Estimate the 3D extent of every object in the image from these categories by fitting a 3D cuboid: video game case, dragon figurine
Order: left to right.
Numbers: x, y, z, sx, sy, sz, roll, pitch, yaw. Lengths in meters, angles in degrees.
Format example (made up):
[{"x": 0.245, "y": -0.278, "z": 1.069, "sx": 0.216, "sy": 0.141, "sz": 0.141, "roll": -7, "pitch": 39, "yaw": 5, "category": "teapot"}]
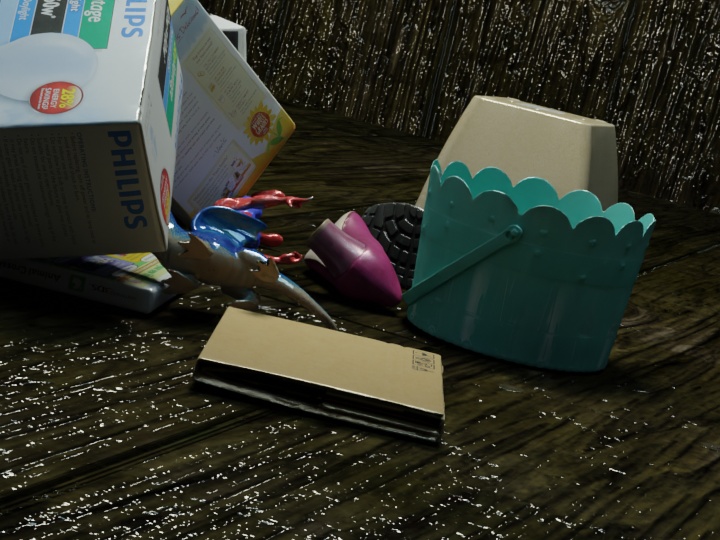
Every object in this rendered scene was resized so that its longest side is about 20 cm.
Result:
[{"x": -0.228, "y": -0.010, "z": 1.497, "sx": 0.182, "sy": 0.022, "sz": 0.200, "roll": 14, "pitch": 8, "yaw": 4, "category": "video game case"}, {"x": -0.103, "y": -0.011, "z": 1.445, "sx": 0.200, "sy": 0.059, "sz": 0.099, "roll": 17, "pitch": 21, "yaw": -18, "category": "dragon figurine"}]

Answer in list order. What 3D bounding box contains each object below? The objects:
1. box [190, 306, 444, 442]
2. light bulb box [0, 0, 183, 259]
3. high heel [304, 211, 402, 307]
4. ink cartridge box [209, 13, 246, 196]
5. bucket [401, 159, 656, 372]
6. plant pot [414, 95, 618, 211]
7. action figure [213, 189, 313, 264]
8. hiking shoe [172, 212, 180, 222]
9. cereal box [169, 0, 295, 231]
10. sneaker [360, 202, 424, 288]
[{"x": -0.024, "y": 0.067, "z": 1.310, "sx": 0.163, "sy": 0.021, "sz": 0.200, "roll": 13, "pitch": 9, "yaw": 0, "category": "box"}, {"x": -0.239, "y": -0.116, "z": 1.397, "sx": 0.200, "sy": 0.125, "sz": 0.198, "roll": -3, "pitch": 43, "yaw": 2, "category": "light bulb box"}, {"x": 0.000, "y": 0.000, "z": 1.736, "sx": 0.096, "sy": 0.067, "sz": 0.200, "roll": 43, "pitch": 7, "yaw": 3, "category": "high heel"}, {"x": -0.151, "y": -0.154, "z": 1.946, "sx": 0.047, "sy": 0.198, "sz": 0.200, "roll": -4, "pitch": 12, "yaw": -15, "category": "ink cartridge box"}, {"x": 0.137, "y": -0.004, "z": 1.623, "sx": 0.207, "sy": 0.135, "sz": 0.207, "roll": 14, "pitch": 9, "yaw": -2, "category": "bucket"}, {"x": 0.185, "y": -0.093, "z": 2.129, "sx": 0.200, "sy": 0.177, "sz": 0.200, "roll": 17, "pitch": 9, "yaw": 18, "category": "plant pot"}, {"x": -0.079, "y": -0.040, "z": 1.750, "sx": 0.099, "sy": 0.065, "sz": 0.200, "roll": 3, "pitch": 7, "yaw": 12, "category": "action figure"}, {"x": -0.193, "y": -0.114, "z": 1.831, "sx": 0.074, "sy": 0.087, "sz": 0.200, "roll": 40, "pitch": -5, "yaw": 32, "category": "hiking shoe"}, {"x": -0.158, "y": -0.143, "z": 1.776, "sx": 0.040, "sy": 0.144, "sz": 0.200, "roll": 22, "pitch": -21, "yaw": 44, "category": "cereal box"}, {"x": 0.091, "y": -0.003, "z": 1.832, "sx": 0.200, "sy": 0.076, "sz": 0.088, "roll": 21, "pitch": -4, "yaw": 22, "category": "sneaker"}]
